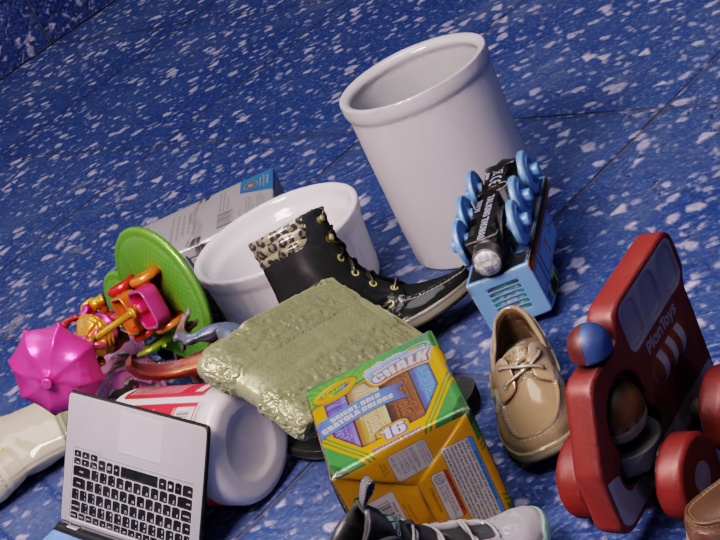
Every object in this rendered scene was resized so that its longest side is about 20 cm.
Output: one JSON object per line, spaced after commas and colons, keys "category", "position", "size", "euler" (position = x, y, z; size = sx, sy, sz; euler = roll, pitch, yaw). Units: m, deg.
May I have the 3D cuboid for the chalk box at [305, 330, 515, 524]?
{"category": "chalk box", "position": [0.038, 0.144, 1.387], "size": [0.123, 0.126, 0.200], "euler": [-25, 24, 2]}

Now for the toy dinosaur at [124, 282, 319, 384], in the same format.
{"category": "toy dinosaur", "position": [-0.090, 0.098, 1.608], "size": [0.180, 0.106, 0.200], "euler": [11, 31, 31]}

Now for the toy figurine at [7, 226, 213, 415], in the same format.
{"category": "toy figurine", "position": [-0.273, 0.069, 1.682], "size": [0.183, 0.151, 0.199], "euler": [-34, 11, -32]}

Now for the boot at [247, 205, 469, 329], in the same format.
{"category": "boot", "position": [-0.001, 0.000, 1.686], "size": [0.202, 0.155, 0.073], "euler": [-26, 0, 6]}

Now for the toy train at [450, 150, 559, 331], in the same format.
{"category": "toy train", "position": [0.147, -0.034, 1.661], "size": [0.086, 0.115, 0.201], "euler": [-20, 24, 21]}

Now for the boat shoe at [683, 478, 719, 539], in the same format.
{"category": "boat shoe", "position": [0.313, 0.131, 1.192], "size": [0.199, 0.068, 0.072], "euler": [-28, 23, -3]}

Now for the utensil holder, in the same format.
{"category": "utensil holder", "position": [0.093, -0.128, 1.810], "size": [0.168, 0.201, 0.170], "euler": [-22, 23, 10]}

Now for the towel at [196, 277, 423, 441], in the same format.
{"category": "towel", "position": [-0.037, 0.079, 1.538], "size": [0.148, 0.037, 0.199], "euler": [29, 39, 28]}

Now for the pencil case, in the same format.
{"category": "pencil case", "position": [-0.261, 0.108, 1.838], "size": [0.082, 0.087, 0.200], "euler": [-16, 23, -9]}

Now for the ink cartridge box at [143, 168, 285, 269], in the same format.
{"category": "ink cartridge box", "position": [-0.178, -0.028, 2.037], "size": [0.198, 0.086, 0.147], "euler": [-25, 22, 8]}

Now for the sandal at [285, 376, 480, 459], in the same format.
{"category": "sandal", "position": [0.014, 0.124, 1.554], "size": [0.199, 0.048, 0.076], "euler": [-17, 24, 23]}

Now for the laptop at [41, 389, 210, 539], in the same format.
{"category": "laptop", "position": [-0.242, 0.225, 1.498], "size": [0.186, 0.203, 0.115], "euler": [9, 7, 38]}

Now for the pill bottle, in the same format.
{"category": "pill bottle", "position": [-0.174, 0.165, 1.587], "size": [0.198, 0.113, 0.112], "euler": [-6, 30, 40]}

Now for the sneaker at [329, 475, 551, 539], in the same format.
{"category": "sneaker", "position": [0.042, 0.200, 1.239], "size": [0.199, 0.141, 0.078], "euler": [-34, 23, -16]}

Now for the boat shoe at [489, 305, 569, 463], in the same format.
{"category": "boat shoe", "position": [0.140, 0.097, 1.455], "size": [0.071, 0.065, 0.200], "euler": [-23, 23, 7]}

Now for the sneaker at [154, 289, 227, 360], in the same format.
{"category": "sneaker", "position": [-0.190, 0.080, 1.876], "size": [0.083, 0.072, 0.200], "euler": [-46, 17, 17]}

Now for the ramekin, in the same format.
{"category": "ramekin", "position": [-0.075, -0.004, 1.859], "size": [0.199, 0.098, 0.201], "euler": [-23, 23, 10]}

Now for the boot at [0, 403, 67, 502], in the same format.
{"category": "boot", "position": [-0.373, 0.173, 1.839], "size": [0.154, 0.073, 0.200], "euler": [-32, 28, -11]}

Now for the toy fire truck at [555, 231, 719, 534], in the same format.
{"category": "toy fire truck", "position": [0.207, 0.089, 1.265], "size": [0.111, 0.169, 0.200], "euler": [-5, 30, 41]}
